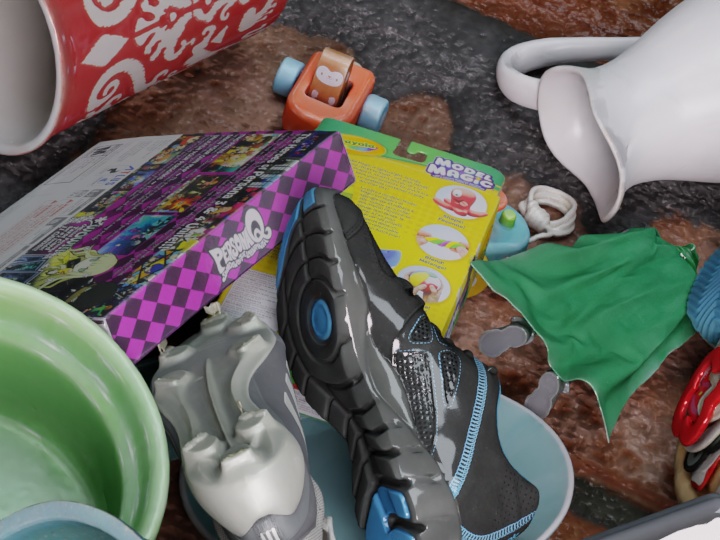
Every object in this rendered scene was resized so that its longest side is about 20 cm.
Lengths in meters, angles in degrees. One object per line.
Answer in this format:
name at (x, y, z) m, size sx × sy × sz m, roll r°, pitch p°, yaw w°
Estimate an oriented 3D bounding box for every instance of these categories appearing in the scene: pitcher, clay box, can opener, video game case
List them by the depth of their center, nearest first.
can opener at (0.093, 0.164, 1.289) m, size 0.199 × 0.053 × 0.067 m, roll -25°, pitch 89°, yaw 3°
video game case at (-0.129, -0.012, 1.382) m, size 0.180 × 0.036 × 0.200 m, roll -1°, pitch 28°, yaw 40°
clay box at (0.000, 0.000, 1.423) m, size 0.114 × 0.048 × 0.200 m, roll 18°, pitch 38°, yaw 7°
pitcher at (0.196, -0.118, 1.623) m, size 0.199 × 0.122 × 0.172 m, roll -19°, pitch 38°, yaw -19°

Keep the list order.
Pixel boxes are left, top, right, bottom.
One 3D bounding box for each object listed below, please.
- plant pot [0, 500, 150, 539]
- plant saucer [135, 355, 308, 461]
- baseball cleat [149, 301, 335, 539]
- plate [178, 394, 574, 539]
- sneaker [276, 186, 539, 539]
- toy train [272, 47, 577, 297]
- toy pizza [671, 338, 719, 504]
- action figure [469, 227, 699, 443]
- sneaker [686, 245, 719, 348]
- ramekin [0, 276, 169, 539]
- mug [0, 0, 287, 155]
plant pot at (-0.062, 0.211, 1.114) m, size 0.195 × 0.200 × 0.201 m, roll 17°, pitch 34°, yaw -42°
plant saucer at (-0.113, 0.072, 1.368) m, size 0.199 × 0.019 × 0.070 m, roll -17°, pitch 41°, yaw -26°
baseball cleat at (-0.054, 0.092, 1.256) m, size 0.069 × 0.107 × 0.200 m, roll -20°, pitch 20°, yaw 4°
plate at (0.008, 0.111, 1.349) m, size 0.199 × 0.026 × 0.201 m, roll 0°, pitch 29°, yaw 0°
sneaker at (0.019, 0.051, 1.304) m, size 0.081 × 0.073 × 0.201 m, roll -9°, pitch 68°, yaw -29°
toy train at (0.028, -0.065, 1.546) m, size 0.199 × 0.056 × 0.150 m, roll 26°, pitch 44°, yaw 9°
toy pizza at (0.215, 0.049, 1.354) m, size 0.032 × 0.200 × 0.201 m, roll 30°, pitch 40°, yaw -18°
action figure at (0.139, 0.022, 1.480) m, size 0.118 × 0.055 × 0.200 m, roll 56°, pitch 37°, yaw 6°
sneaker at (0.258, -0.002, 1.528) m, size 0.200 × 0.076 × 0.081 m, roll -38°, pitch 101°, yaw -44°
ramekin at (-0.191, 0.110, 1.238) m, size 0.199 × 0.098 × 0.201 m, roll 5°, pitch 56°, yaw -8°
mug at (-0.158, -0.174, 1.546) m, size 0.177 × 0.134 × 0.199 m, roll 43°, pitch 45°, yaw 22°
